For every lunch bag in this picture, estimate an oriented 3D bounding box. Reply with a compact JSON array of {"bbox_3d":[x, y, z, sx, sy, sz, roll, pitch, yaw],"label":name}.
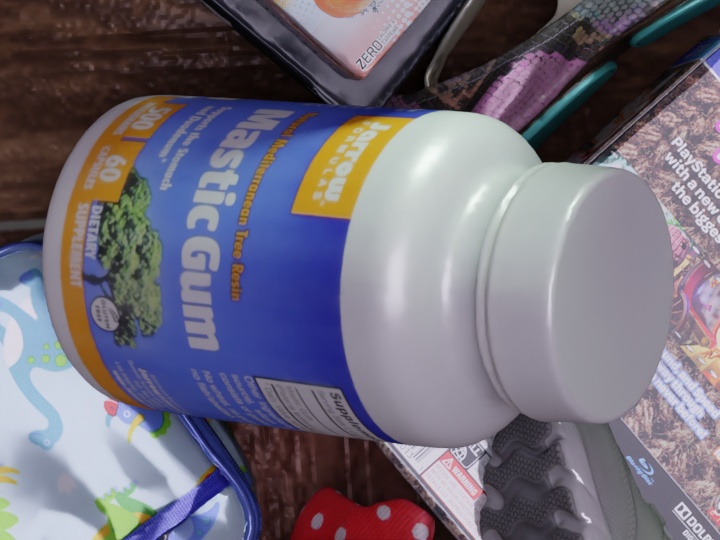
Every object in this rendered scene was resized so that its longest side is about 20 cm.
[{"bbox_3d":[-0.144,0.094,1.060,0.199,0.082,0.161,-34,96,1],"label":"lunch bag"}]

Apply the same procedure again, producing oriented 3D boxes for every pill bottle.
[{"bbox_3d":[0.000,0.000,0.950,0.199,0.112,0.113,5,93,35],"label":"pill bottle"}]

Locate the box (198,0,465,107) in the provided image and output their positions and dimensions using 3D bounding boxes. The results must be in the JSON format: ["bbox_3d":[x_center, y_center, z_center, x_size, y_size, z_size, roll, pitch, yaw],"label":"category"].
[{"bbox_3d":[-0.015,-0.190,1.032,0.196,0.117,0.200,39,92,-4],"label":"box"}]

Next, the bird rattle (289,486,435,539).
[{"bbox_3d":[0.021,0.186,1.040,0.162,0.113,0.202,11,94,13],"label":"bird rattle"}]

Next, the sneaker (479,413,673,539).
[{"bbox_3d":[0.107,0.132,0.988,0.082,0.075,0.201,-23,91,-30],"label":"sneaker"}]

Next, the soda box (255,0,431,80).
[{"bbox_3d":[0.039,-0.158,0.943,0.064,0.068,0.200,41,90,-7],"label":"soda box"}]

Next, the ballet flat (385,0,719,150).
[{"bbox_3d":[0.086,-0.100,1.055,0.200,0.069,0.071,-37,85,15],"label":"ballet flat"}]

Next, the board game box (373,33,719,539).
[{"bbox_3d":[0.112,0.035,1.055,0.200,0.097,0.160,-41,93,0],"label":"board game box"}]
